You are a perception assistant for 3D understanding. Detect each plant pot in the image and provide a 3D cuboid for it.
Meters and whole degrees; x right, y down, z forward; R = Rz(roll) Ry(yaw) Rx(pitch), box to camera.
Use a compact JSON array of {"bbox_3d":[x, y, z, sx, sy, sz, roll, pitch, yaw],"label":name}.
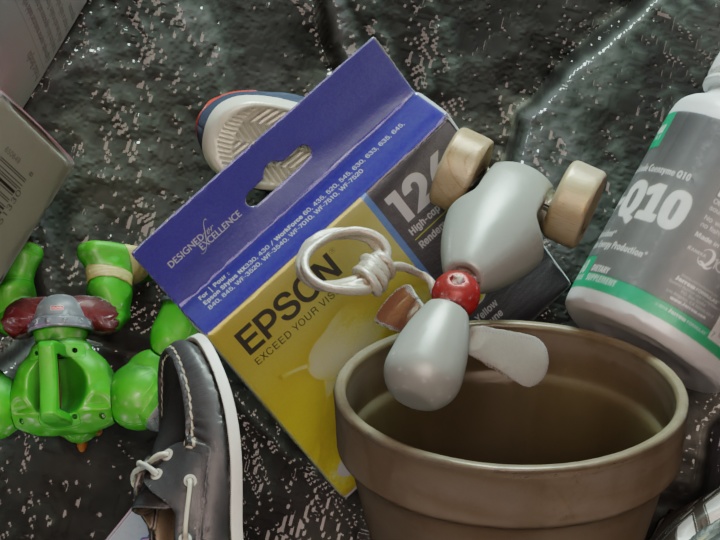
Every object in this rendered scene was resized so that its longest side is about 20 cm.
[{"bbox_3d":[0.082,0.145,1.278,0.200,0.200,0.174,1,112,-1],"label":"plant pot"}]

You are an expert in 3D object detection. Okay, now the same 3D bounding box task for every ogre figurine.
[{"bbox_3d":[-0.181,0.044,1.339,0.200,0.098,0.120,3,68,-12],"label":"ogre figurine"}]

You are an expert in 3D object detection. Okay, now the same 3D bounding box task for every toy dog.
[{"bbox_3d":[0.061,0.009,1.265,0.132,0.096,0.200,38,57,24],"label":"toy dog"}]

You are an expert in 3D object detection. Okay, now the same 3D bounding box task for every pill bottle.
[{"bbox_3d":[0.219,-0.036,1.350,0.113,0.113,0.200,30,80,4],"label":"pill bottle"}]

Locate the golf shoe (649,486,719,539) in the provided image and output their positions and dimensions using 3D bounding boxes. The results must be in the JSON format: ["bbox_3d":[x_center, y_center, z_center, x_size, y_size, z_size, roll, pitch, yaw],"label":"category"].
[{"bbox_3d":[0.224,0.151,1.337,0.200,0.094,0.078,-36,109,-33],"label":"golf shoe"}]

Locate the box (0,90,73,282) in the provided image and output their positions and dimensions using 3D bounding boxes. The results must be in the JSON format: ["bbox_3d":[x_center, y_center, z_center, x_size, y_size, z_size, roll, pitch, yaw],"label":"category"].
[{"bbox_3d":[-0.296,-0.070,1.316,0.200,0.109,0.128,26,79,25],"label":"box"}]

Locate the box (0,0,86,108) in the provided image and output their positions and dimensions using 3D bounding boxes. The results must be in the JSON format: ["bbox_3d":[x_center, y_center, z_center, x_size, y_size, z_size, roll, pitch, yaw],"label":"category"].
[{"bbox_3d":[-0.272,-0.208,1.326,0.200,0.199,0.131,28,80,4],"label":"box"}]

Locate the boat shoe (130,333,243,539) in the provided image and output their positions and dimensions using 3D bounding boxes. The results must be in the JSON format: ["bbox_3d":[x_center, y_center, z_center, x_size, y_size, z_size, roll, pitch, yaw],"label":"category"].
[{"bbox_3d":[-0.101,0.135,1.263,0.060,0.074,0.200,-3,80,-19],"label":"boat shoe"}]

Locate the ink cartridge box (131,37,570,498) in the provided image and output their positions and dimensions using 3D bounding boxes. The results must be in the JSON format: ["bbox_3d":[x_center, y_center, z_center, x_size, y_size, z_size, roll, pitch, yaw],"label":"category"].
[{"bbox_3d":[0.000,0.000,1.328,0.198,0.047,0.200,-43,118,-6],"label":"ink cartridge box"}]

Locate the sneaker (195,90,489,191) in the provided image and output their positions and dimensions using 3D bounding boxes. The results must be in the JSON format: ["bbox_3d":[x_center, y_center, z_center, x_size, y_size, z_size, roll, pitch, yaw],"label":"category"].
[{"bbox_3d":[-0.010,-0.070,1.378,0.200,0.085,0.075,19,97,-22],"label":"sneaker"}]

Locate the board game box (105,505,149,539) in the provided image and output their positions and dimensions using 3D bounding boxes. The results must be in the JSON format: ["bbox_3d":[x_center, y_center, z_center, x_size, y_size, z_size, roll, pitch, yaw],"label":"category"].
[{"bbox_3d":[-0.113,0.262,1.293,0.199,0.041,0.200,36,81,28],"label":"board game box"}]
